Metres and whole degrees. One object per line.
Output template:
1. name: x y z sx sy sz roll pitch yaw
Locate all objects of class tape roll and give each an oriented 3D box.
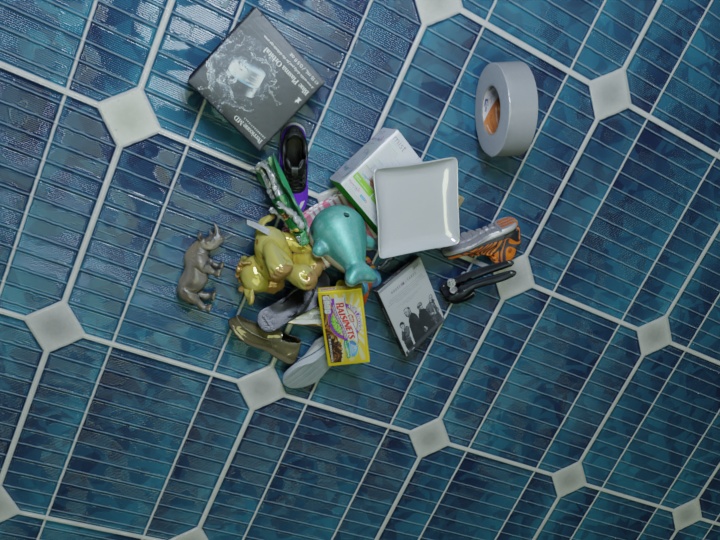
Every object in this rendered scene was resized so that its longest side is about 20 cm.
1. tape roll: 0.314 -0.351 1.416 0.066 0.200 0.201 -4 110 -10

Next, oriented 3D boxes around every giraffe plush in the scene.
1. giraffe plush: -0.201 -0.006 1.434 0.200 0.173 0.162 34 122 -12

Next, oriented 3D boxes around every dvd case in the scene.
1. dvd case: 0.123 0.087 1.584 0.150 0.025 0.201 -38 119 -26

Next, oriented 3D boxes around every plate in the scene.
1. plate: 0.122 -0.140 1.425 0.198 0.032 0.201 -11 110 -17

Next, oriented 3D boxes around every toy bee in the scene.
1. toy bee: 0.000 0.000 1.522 0.109 0.131 0.200 45 116 14

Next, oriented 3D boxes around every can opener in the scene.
1. can opener: 0.286 0.022 1.593 0.199 0.064 0.078 -28 158 25

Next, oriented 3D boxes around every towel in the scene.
1. towel: -0.067 -0.090 1.511 0.199 0.030 0.147 -31 114 -1

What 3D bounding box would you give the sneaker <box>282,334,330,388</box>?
1. sneaker: -0.107 0.215 1.591 0.200 0.071 0.073 -34 120 11

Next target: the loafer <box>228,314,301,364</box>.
1. loafer: -0.223 0.151 1.540 0.200 0.076 0.068 33 99 -32

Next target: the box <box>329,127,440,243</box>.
1. box: 0.065 -0.188 1.459 0.176 0.097 0.200 -45 114 -4

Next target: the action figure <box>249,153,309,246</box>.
1. action figure: -0.166 -0.142 1.394 0.055 0.118 0.201 -34 98 -24

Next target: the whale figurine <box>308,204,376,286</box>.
1. whale figurine: -0.030 -0.060 1.410 0.158 0.201 0.104 -7 143 -30

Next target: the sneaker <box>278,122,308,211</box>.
1. sneaker: -0.147 -0.214 1.407 0.069 0.100 0.201 -4 110 -10

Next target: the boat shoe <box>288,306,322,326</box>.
1. boat shoe: -0.128 0.097 1.547 0.199 0.071 0.070 5 88 -21

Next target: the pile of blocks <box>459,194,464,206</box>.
1. pile of blocks: 0.169 -0.116 1.540 0.200 0.062 0.082 -37 113 2

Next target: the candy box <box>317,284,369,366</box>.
1. candy box: -0.037 0.128 1.496 0.102 0.026 0.201 -7 116 0

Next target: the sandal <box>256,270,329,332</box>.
1. sandal: -0.146 0.072 1.483 0.200 0.043 0.076 -40 89 -15

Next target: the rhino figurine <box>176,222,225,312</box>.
1. rhino figurine: -0.353 -0.011 1.453 0.087 0.060 0.201 16 102 -7

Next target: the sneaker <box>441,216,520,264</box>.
1. sneaker: 0.304 -0.045 1.591 0.199 0.078 0.112 -19 121 3

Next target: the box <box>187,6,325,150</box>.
1. box: -0.212 -0.389 1.322 0.200 0.117 0.197 -45 113 6
